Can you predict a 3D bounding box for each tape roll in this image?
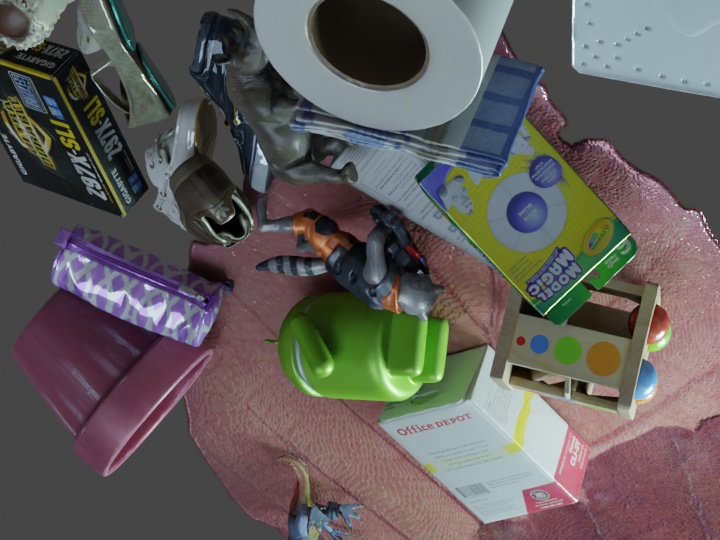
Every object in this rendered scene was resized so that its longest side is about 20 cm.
[{"bbox_3d":[0.026,-0.236,1.497,0.201,0.140,0.203,15,143,12],"label":"tape roll"}]

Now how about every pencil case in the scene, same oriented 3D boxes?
[{"bbox_3d":[-0.250,0.017,2.015,0.199,0.084,0.086,21,164,2],"label":"pencil case"}]

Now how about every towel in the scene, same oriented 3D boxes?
[{"bbox_3d":[0.050,-0.153,1.582,0.199,0.147,0.024,13,139,11],"label":"towel"}]

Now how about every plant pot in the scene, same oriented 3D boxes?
[{"bbox_3d":[-0.301,0.110,2.090,0.179,0.200,0.200,40,144,2],"label":"plant pot"}]

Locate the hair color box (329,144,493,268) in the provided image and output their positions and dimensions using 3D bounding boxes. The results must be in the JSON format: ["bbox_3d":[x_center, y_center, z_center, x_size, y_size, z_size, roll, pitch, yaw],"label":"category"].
[{"bbox_3d":[0.081,-0.091,1.719,0.199,0.061,0.099,30,143,-9],"label":"hair color box"}]

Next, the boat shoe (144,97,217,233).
[{"bbox_3d":[-0.190,-0.110,1.834,0.069,0.071,0.200,20,146,4],"label":"boat shoe"}]

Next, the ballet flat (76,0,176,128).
[{"bbox_3d":[-0.240,-0.211,1.727,0.062,0.068,0.201,-21,133,4],"label":"ballet flat"}]

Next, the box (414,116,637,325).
[{"bbox_3d":[0.158,-0.050,1.654,0.117,0.048,0.200,-44,103,5],"label":"box"}]

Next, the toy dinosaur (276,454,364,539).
[{"bbox_3d":[-0.063,0.332,2.358,0.181,0.105,0.201,-27,85,61],"label":"toy dinosaur"}]

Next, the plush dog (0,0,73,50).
[{"bbox_3d":[-0.310,-0.317,1.611,0.171,0.160,0.201,18,118,31],"label":"plush dog"}]

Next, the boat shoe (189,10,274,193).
[{"bbox_3d":[-0.115,-0.166,1.730,0.090,0.071,0.201,17,136,9],"label":"boat shoe"}]

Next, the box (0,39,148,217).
[{"bbox_3d":[-0.319,-0.156,1.835,0.159,0.049,0.201,18,147,32],"label":"box"}]

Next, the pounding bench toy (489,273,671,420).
[{"bbox_3d":[0.228,0.074,1.790,0.155,0.125,0.200,13,173,12],"label":"pounding bench toy"}]

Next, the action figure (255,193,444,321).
[{"bbox_3d":[0.000,0.000,1.822,0.193,0.105,0.200,26,165,26],"label":"action figure"}]

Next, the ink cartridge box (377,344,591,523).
[{"bbox_3d":[0.141,0.186,2.017,0.145,0.084,0.200,-19,127,42],"label":"ink cartridge box"}]

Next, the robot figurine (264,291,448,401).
[{"bbox_3d":[-0.004,0.081,1.931,0.199,0.117,0.175,0,171,34],"label":"robot figurine"}]

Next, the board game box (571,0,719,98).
[{"bbox_3d":[0.274,-0.227,1.469,0.199,0.026,0.201,12,143,16],"label":"board game box"}]

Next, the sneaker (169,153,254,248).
[{"bbox_3d":[-0.141,-0.049,1.806,0.076,0.070,0.200,52,180,18],"label":"sneaker"}]

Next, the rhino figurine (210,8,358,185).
[{"bbox_3d":[-0.076,-0.156,1.633,0.087,0.060,0.201,-8,130,28],"label":"rhino figurine"}]
